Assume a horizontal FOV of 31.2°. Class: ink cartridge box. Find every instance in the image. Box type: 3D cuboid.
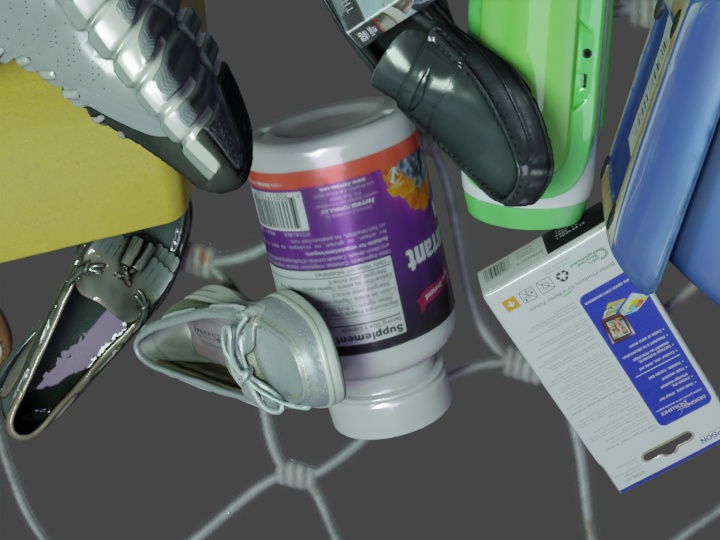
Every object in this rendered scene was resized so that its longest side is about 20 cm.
[{"bbox_3d":[0.167,0.056,0.861,0.094,0.037,0.201,-30,116,13],"label":"ink cartridge box"}]

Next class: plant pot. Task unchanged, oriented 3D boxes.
[{"bbox_3d":[-0.184,-0.120,0.757,0.198,0.201,0.178,-13,119,8],"label":"plant pot"},{"bbox_3d":[0.244,-0.074,0.739,0.178,0.200,0.202,17,111,4],"label":"plant pot"}]

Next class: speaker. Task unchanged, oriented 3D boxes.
[{"bbox_3d":[0.106,-0.131,0.783,0.087,0.089,0.202,2,110,3],"label":"speaker"}]

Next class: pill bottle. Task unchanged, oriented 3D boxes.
[{"bbox_3d":[0.000,0.000,0.823,0.110,0.112,0.202,-10,109,7],"label":"pill bottle"}]

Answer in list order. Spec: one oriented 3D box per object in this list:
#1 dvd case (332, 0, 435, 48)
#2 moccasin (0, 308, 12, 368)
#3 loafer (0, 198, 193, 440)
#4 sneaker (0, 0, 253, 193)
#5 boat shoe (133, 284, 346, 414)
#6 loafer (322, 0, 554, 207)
[{"bbox_3d":[0.056,-0.234,0.732,0.199,0.147,0.022,-30,150,15],"label":"dvd case"},{"bbox_3d":[-0.319,0.004,0.860,0.073,0.078,0.202,-38,109,13],"label":"moccasin"},{"bbox_3d":[-0.173,0.030,0.858,0.072,0.063,0.201,32,101,-19],"label":"loafer"},{"bbox_3d":[-0.145,-0.104,0.621,0.115,0.075,0.201,-27,113,23],"label":"sneaker"},{"bbox_3d":[-0.076,0.052,0.804,0.064,0.201,0.075,-25,110,-28],"label":"boat shoe"},{"bbox_3d":[0.038,-0.113,0.749,0.201,0.070,0.068,57,141,26],"label":"loafer"}]
